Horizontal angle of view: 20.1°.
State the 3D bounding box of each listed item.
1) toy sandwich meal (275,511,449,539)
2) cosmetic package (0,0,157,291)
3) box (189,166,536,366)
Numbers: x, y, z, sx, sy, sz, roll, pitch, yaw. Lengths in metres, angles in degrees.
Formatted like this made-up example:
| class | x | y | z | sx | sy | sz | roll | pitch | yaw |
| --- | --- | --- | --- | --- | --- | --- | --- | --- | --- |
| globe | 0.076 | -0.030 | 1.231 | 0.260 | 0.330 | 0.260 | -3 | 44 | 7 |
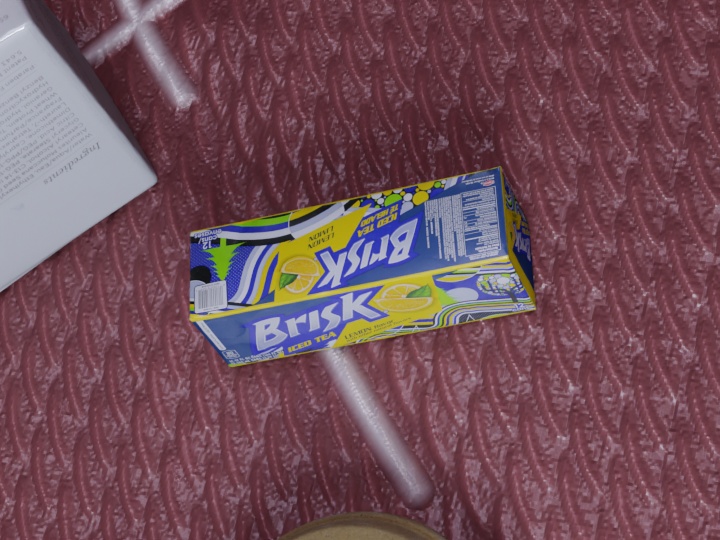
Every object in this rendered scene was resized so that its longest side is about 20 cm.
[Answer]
| class | x | y | z | sx | sy | sz | roll | pitch | yaw |
| --- | --- | --- | --- | --- | --- | --- | --- | --- | --- |
| toy sandwich meal | 0.005 | 0.224 | 1.100 | 0.204 | 0.070 | 0.206 | -11 | 62 | 21 |
| cosmetic package | -0.263 | -0.112 | 1.297 | 0.165 | 0.200 | 0.165 | -34 | 57 | 0 |
| box | 0.000 | 0.000 | 1.215 | 0.199 | 0.070 | 0.065 | -11 | 59 | 15 |
